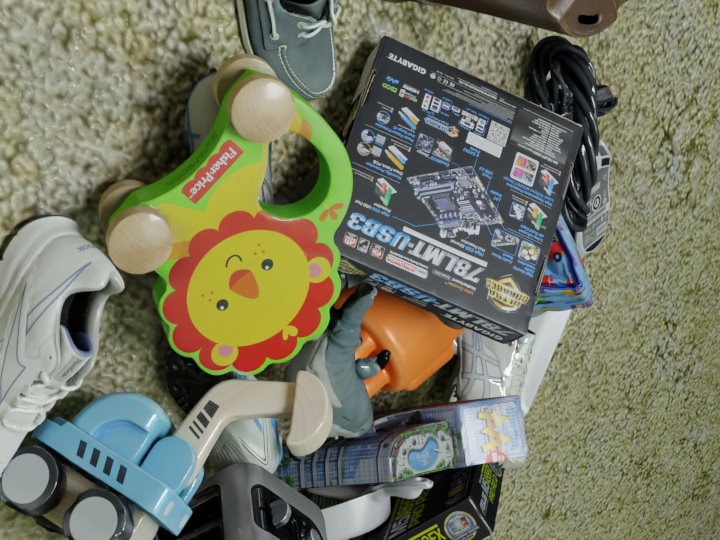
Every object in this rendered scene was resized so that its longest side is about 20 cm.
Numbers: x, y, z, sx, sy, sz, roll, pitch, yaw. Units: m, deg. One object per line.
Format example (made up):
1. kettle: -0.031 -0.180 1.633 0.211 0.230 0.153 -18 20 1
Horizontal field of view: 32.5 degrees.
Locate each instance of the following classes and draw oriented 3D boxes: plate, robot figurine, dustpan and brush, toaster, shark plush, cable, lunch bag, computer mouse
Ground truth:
1. plate: 0.175 0.077 1.442 0.199 0.032 0.202 9 105 -54
2. robot figurine: 0.040 0.032 1.162 0.200 0.144 0.117 -41 179 -27
3. dustpan and brush: 0.000 0.225 1.208 0.139 0.198 0.058 -19 100 -44
4. toaster: -0.122 0.283 1.027 0.198 0.182 0.119 -29 129 15
5. shark plush: -0.014 0.073 1.048 0.082 0.091 0.202 2 127 -11
6. cable: 0.201 -0.136 1.233 0.050 0.165 0.201 -4 141 -2
7. lunch bag: 0.157 -0.061 1.195 0.150 0.093 0.203 30 48 -74
8. computer mouse: 0.251 -0.111 1.403 0.109 0.044 0.202 -33 131 -42

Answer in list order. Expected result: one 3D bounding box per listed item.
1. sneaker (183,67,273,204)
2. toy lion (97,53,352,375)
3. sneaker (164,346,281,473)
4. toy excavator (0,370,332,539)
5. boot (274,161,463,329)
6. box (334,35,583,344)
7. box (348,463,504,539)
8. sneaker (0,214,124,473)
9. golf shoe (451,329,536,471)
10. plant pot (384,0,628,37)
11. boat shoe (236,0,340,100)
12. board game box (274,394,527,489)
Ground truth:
1. sneaker: -0.097 -0.059 0.949 0.071 0.073 0.202 -10 127 -15
2. toy lion: -0.081 -0.025 0.907 0.200 0.069 0.191 -46 122 5
3. sneaker: -0.113 0.105 1.053 0.073 0.071 0.202 -63 152 -41
4. toy excavator: -0.144 0.134 0.935 0.201 0.193 0.100 -58 163 -16
5. boot: 0.000 0.000 1.055 0.131 0.200 0.070 -41 177 -28
6. box: 0.072 -0.067 1.037 0.050 0.198 0.201 143 -33 -68
7. box: 0.067 0.243 1.258 0.159 0.045 0.200 -32 -174 17
8. sneaker: -0.232 0.065 0.857 0.074 0.087 0.202 13 104 -56
9. golf shoe: 0.143 0.102 1.272 0.097 0.202 0.078 -27 163 25
10. plant pot: 0.117 -0.283 0.971 0.199 0.197 0.202 -31 136 -35
11. boat shoe: -0.050 -0.199 0.930 0.073 0.061 0.201 -46 142 -22
12. board game box: 0.049 0.164 1.192 0.199 0.198 0.063 -2 81 -51
